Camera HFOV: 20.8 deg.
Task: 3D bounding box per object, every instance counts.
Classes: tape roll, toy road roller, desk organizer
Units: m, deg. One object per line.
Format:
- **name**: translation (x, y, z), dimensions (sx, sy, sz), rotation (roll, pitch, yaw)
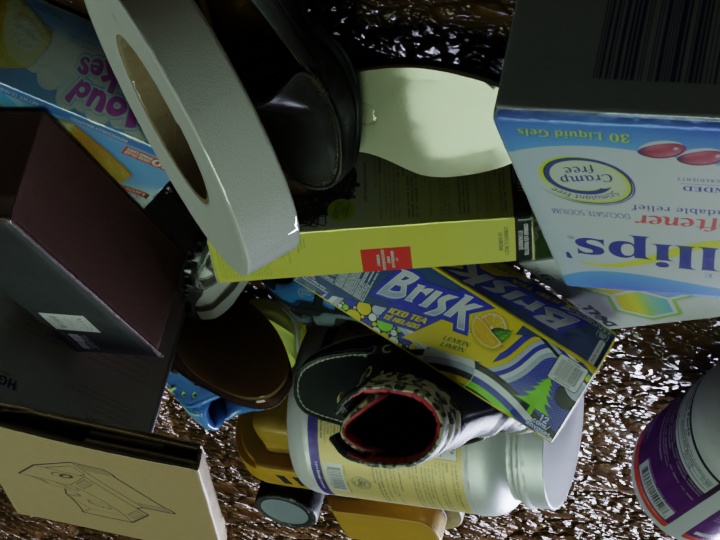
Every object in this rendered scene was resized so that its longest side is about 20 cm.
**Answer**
- **tape roll**: translation (-0.098, -0.093, 1.103), dimensions (0.037, 0.203, 0.203), rotation (-28, 158, -10)
- **toy road roller**: translation (-0.008, 0.138, 1.623), dimensions (0.198, 0.124, 0.146), rotation (6, 148, 21)
- **desk organizer**: translation (-0.192, -0.021, 1.261), dimensions (0.071, 0.078, 0.200), rotation (3, 155, 26)

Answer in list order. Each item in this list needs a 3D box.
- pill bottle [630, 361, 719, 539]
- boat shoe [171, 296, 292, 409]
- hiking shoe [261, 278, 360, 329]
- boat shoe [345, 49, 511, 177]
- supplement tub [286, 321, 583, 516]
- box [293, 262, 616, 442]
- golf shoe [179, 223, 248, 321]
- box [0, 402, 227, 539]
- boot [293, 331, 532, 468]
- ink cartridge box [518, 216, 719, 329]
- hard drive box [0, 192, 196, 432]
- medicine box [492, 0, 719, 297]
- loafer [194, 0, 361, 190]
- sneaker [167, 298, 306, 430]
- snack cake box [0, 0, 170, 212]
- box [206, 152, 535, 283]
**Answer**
- **pill bottle**: translation (0.280, 0.128, 1.444), dimensions (0.112, 0.113, 0.200), rotation (17, 156, -6)
- **boat shoe**: translation (-0.124, 0.046, 1.492), dimensions (0.200, 0.070, 0.070), rotation (36, 161, 29)
- **hiking shoe**: translation (0.000, 0.000, 1.367), dimensions (0.199, 0.075, 0.087), rotation (-9, 148, 43)
- **boat shoe**: translation (0.014, -0.099, 1.161), dimensions (0.200, 0.063, 0.074), rotation (2, 123, 23)
- **supplement tub**: translation (0.058, 0.107, 1.483), dimensions (0.198, 0.146, 0.146), rotation (5, 155, 19)
- **box**: translation (0.063, 0.024, 1.274), dimensions (0.199, 0.070, 0.065), rotation (33, 116, 6)
- **golf shoe**: translation (-0.069, -0.022, 1.328), dimensions (0.094, 0.078, 0.200), rotation (12, 147, -5)
- **box**: translation (-0.179, 0.145, 1.357), dimensions (0.162, 0.021, 0.200), rotation (11, 157, 6)
- **boot**: translation (0.012, 0.087, 1.332), dimensions (0.202, 0.074, 0.153), rotation (2, -174, 32)
- **ink cartridge box**: translation (0.171, -0.012, 1.261), dimensions (0.199, 0.060, 0.104), rotation (-7, 150, 41)
- **hard drive box**: translation (-0.209, 0.027, 1.390), dimensions (0.155, 0.201, 0.077), rotation (28, 153, -28)
- **medicine box**: translation (0.187, -0.072, 1.067), dimensions (0.181, 0.104, 0.200), rotation (5, 154, 21)
- **loafer**: translation (-0.053, -0.114, 1.083), dimensions (0.072, 0.073, 0.201), rotation (-3, 135, 24)
- **sneaker**: translation (-0.145, 0.068, 1.562), dimensions (0.198, 0.106, 0.076), rotation (3, 154, 23)
- **snack cake box**: translation (-0.207, -0.115, 1.241), dimensions (0.199, 0.068, 0.115), rotation (22, 155, -16)
- **box**: translation (0.006, -0.040, 1.209), dimensions (0.198, 0.076, 0.050), rotation (-5, 144, 2)
